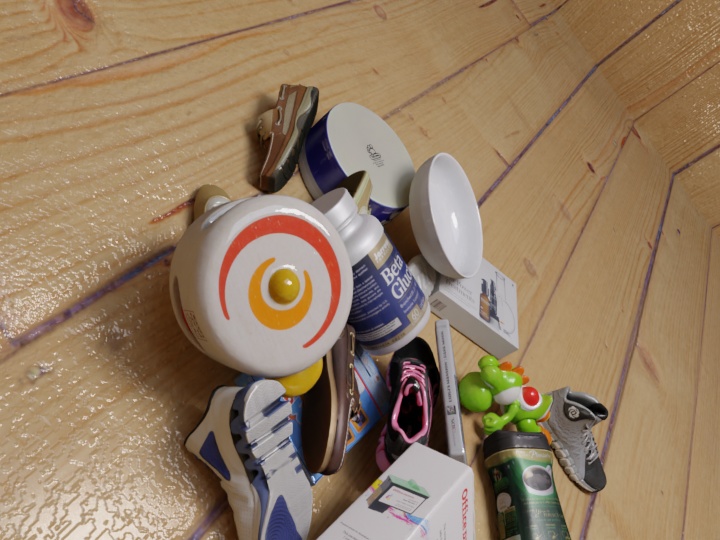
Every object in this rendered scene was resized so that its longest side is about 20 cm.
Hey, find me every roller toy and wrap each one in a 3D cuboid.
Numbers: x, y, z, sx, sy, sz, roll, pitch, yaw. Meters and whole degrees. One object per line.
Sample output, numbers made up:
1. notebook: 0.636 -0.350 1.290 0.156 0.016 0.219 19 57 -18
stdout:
1. roller toy: -0.105 0.018 0.722 0.180 0.139 0.205 23 80 -28

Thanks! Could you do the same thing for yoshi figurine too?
1. yoshi figurine: 0.223 0.211 1.080 0.113 0.112 0.200 -50 123 -11

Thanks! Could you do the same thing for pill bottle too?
1. pill bottle: 0.000 0.000 0.875 0.202 0.109 0.112 56 36 -21

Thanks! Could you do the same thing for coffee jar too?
1. coffee jar: 0.242 0.336 0.987 0.102 0.086 0.204 8 56 -20

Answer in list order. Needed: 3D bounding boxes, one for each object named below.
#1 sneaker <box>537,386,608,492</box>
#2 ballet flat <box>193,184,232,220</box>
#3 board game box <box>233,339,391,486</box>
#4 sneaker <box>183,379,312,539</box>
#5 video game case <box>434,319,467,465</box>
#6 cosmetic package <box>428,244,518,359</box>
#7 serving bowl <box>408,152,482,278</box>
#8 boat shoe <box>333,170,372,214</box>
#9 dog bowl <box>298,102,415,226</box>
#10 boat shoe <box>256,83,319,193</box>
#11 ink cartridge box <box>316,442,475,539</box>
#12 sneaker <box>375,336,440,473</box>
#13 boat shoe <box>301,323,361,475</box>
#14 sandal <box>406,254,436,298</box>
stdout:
1. sneaker: 0.388 0.286 1.159 0.201 0.115 0.075 52 38 -3
2. ballet flat: -0.168 -0.034 0.843 0.067 0.063 0.204 14 53 -37
3. board game box: -0.048 0.154 0.856 0.153 0.036 0.199 58 37 2
4. sneaker: -0.121 0.205 0.712 0.080 0.113 0.205 -19 106 -48
5. video game case: 0.127 0.197 0.927 0.202 0.023 0.186 73 12 -54
6. cosmetic package: 0.195 0.040 1.186 0.198 0.051 0.153 34 40 -24
7. serving bowl: 0.130 -0.083 1.098 0.199 0.064 0.206 28 56 -53
8. boat shoe: -0.027 -0.048 0.964 0.063 0.072 0.204 37 63 -32
9. dog bowl: -0.002 -0.168 1.103 0.197 0.078 0.204 27 46 -32
10. boat shoe: -0.121 -0.204 1.019 0.072 0.076 0.203 17 55 0
11. ink cartridge box: 0.038 0.307 0.722 0.198 0.083 0.148 -32 126 -42
12. sneaker: 0.067 0.156 0.862 0.077 0.097 0.203 7 47 2
13. boat shoe: -0.029 0.142 0.798 0.069 0.070 0.204 22 48 -29
14. sandal: 0.059 0.041 1.044 0.202 0.049 0.084 -34 106 -51
